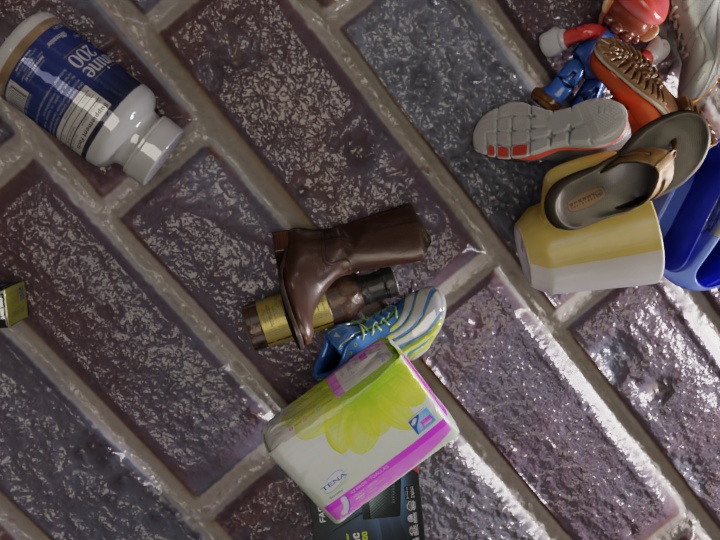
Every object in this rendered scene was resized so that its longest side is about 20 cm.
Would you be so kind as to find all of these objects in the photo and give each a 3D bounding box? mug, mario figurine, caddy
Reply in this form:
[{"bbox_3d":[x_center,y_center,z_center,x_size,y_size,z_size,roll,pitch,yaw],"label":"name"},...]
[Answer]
[{"bbox_3d":[0.274,-0.055,0.952,0.153,0.149,0.187,-14,103,5],"label":"mug"},{"bbox_3d":[0.307,-0.280,0.957,0.123,0.106,0.200,21,111,-46],"label":"mario figurine"},{"bbox_3d":[0.448,-0.073,0.980,0.141,0.105,0.201,23,97,-9],"label":"caddy"}]

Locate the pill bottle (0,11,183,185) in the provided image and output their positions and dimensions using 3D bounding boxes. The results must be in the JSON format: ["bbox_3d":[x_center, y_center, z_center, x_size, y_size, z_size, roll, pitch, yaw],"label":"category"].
[{"bbox_3d":[-0.309,-0.191,0.872,0.200,0.111,0.111,37,94,-11],"label":"pill bottle"}]

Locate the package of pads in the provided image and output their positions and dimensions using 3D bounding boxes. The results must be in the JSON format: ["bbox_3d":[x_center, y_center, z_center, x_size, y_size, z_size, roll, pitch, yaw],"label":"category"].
[{"bbox_3d":[-0.002,0.193,0.921,0.200,0.068,0.155,-37,116,-1],"label":"package of pads"}]

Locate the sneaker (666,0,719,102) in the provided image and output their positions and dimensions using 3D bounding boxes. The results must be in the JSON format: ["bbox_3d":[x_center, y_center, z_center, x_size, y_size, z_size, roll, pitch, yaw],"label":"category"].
[{"bbox_3d":[0.417,-0.313,0.958,0.092,0.076,0.201,12,91,-1],"label":"sneaker"}]

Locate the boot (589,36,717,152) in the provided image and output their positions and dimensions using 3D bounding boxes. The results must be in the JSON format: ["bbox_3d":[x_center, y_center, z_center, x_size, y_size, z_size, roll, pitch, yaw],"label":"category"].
[{"bbox_3d":[0.326,-0.190,0.915,0.200,0.075,0.107,37,135,-21],"label":"boot"}]

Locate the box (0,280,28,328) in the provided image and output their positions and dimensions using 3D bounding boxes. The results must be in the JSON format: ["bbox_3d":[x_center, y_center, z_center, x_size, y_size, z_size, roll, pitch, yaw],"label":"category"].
[{"bbox_3d":[-0.516,0.047,0.912,0.199,0.075,0.050,-4,98,-4],"label":"box"}]

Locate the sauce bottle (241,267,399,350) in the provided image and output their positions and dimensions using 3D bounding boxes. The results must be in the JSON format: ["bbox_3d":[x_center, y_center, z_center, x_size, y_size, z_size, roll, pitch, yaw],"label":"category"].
[{"bbox_3d":[-0.049,0.045,0.968,0.199,0.065,0.065,-17,102,-4],"label":"sauce bottle"}]

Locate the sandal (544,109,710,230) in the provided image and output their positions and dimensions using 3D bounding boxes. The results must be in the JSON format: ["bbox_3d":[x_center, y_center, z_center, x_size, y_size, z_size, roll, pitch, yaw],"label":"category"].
[{"bbox_3d":[0.299,-0.106,0.834,0.200,0.055,0.082,-26,101,2],"label":"sandal"}]

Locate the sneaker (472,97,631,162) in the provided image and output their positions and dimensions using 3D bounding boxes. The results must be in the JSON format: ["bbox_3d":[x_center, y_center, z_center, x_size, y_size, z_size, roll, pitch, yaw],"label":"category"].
[{"bbox_3d":[0.235,-0.157,0.929,0.082,0.200,0.077,28,73,-50],"label":"sneaker"}]

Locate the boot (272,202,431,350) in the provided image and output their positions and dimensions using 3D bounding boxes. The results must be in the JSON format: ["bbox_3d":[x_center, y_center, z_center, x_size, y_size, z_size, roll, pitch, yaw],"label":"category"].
[{"bbox_3d":[0.000,0.000,0.920,0.199,0.187,0.064,-10,142,-5],"label":"boot"}]

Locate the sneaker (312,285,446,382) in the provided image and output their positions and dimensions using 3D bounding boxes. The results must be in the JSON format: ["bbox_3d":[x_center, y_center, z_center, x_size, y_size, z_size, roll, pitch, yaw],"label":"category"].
[{"bbox_3d":[0.020,0.088,0.957,0.200,0.076,0.105,-47,142,4],"label":"sneaker"}]

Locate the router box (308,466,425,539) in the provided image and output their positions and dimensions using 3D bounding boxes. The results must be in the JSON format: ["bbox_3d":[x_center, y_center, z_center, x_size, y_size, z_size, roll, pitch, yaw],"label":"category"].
[{"bbox_3d":[0.008,0.332,1.026,0.149,0.062,0.201,-8,101,-4],"label":"router box"}]
